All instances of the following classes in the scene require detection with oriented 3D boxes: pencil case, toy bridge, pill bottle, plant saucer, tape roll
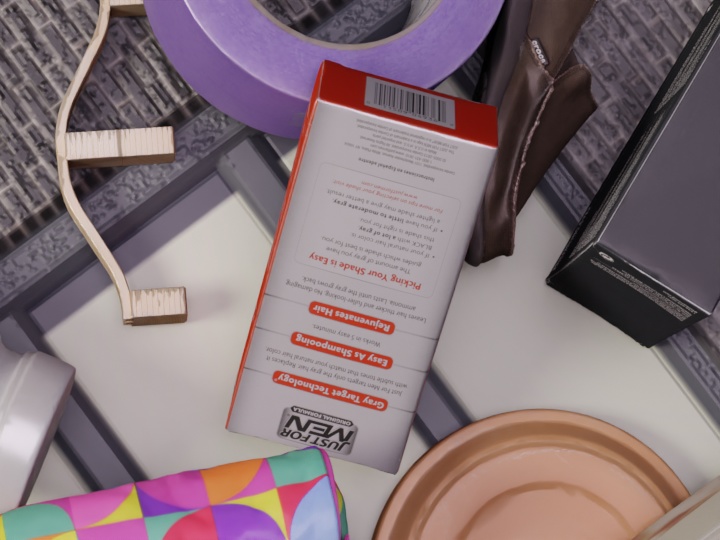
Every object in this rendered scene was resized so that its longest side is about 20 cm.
[{"bbox_3d":[-0.102,0.150,1.188,0.198,0.088,0.089,-14,83,-8],"label":"pencil case"},{"bbox_3d":[-0.137,-0.069,1.305,0.067,0.027,0.202,-4,81,-7],"label":"toy bridge"},{"bbox_3d":[-0.258,0.058,1.227,0.199,0.116,0.117,21,80,-3],"label":"pill bottle"},{"bbox_3d":[0.102,0.177,1.294,0.198,0.032,0.202,1,82,-6],"label":"plant saucer"},{"bbox_3d":[-0.020,-0.179,1.293,0.198,0.085,0.202,3,79,-15],"label":"tape roll"}]

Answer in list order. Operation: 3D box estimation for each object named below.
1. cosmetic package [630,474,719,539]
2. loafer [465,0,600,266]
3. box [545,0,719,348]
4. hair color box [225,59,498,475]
[{"bbox_3d":[0.200,0.174,1.248,0.199,0.087,0.104,-30,95,-24],"label":"cosmetic package"},{"bbox_3d":[0.100,-0.096,1.312,0.070,0.073,0.202,15,80,-3],"label":"loafer"},{"bbox_3d":[0.194,-0.068,1.286,0.079,0.141,0.201,32,79,-3],"label":"box"},{"bbox_3d":[0.000,0.000,1.242,0.101,0.061,0.201,15,115,-4],"label":"hair color box"}]
